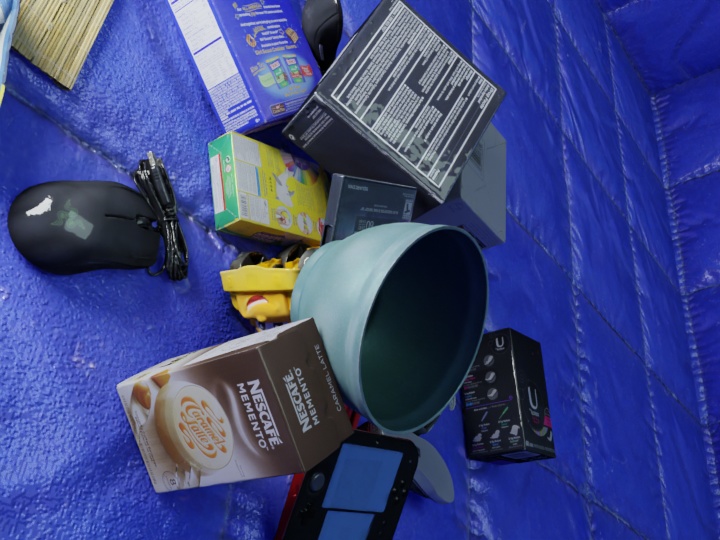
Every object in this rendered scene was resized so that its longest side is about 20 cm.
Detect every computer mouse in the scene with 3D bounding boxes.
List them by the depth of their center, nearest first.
[{"bbox_3d":[-0.241,-0.051,0.752,0.200,0.052,0.139,-12,86,-57],"label":"computer mouse"},{"bbox_3d":[-0.055,-0.295,1.075,0.200,0.046,0.141,132,-53,-76],"label":"computer mouse"}]

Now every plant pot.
[{"bbox_3d":[0.016,0.042,0.762,0.200,0.134,0.202,-21,119,-44],"label":"plant pot"}]

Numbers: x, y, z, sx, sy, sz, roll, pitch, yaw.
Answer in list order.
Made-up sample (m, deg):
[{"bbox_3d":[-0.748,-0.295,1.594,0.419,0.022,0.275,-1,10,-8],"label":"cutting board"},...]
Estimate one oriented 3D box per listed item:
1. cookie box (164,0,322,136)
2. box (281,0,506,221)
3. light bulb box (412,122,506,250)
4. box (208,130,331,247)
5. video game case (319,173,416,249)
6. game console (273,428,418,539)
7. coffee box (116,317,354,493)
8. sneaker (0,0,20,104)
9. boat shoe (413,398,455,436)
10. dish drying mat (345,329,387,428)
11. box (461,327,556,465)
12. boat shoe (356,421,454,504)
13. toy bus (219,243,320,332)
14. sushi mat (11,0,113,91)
[{"bbox_3d":[-0.140,-0.285,0.991,0.171,0.075,0.201,-35,105,-56],"label":"cookie box"},{"bbox_3d":[0.043,-0.197,0.971,0.198,0.123,0.201,38,63,-12],"label":"box"},{"bbox_3d":[0.103,-0.120,1.153,0.125,0.199,0.199,39,45,-38],"label":"light bulb box"},{"bbox_3d":[-0.101,-0.092,0.982,0.199,0.048,0.118,13,64,-50],"label":"box"},{"bbox_3d":[0.000,0.000,0.856,0.143,0.019,0.201,0,102,-54],"label":"video game case"},{"bbox_3d":[-0.013,0.272,0.893,0.200,0.031,0.178,25,79,-48],"label":"game console"},{"bbox_3d":[-0.118,0.126,0.707,0.080,0.199,0.115,-25,94,-54],"label":"coffee box"},{"bbox_3d":[-0.346,-0.208,0.657,0.082,0.074,0.201,22,56,-47],"label":"sneaker"},{"bbox_3d":[0.101,0.179,1.133,0.200,0.062,0.075,-38,104,-56],"label":"boat shoe"},{"bbox_3d":[-0.002,0.150,0.906,0.201,0.018,0.077,102,13,-51],"label":"dish drying mat"},{"bbox_3d":[0.241,0.211,1.283,0.122,0.106,0.201,25,55,-49],"label":"box"},{"bbox_3d":[0.059,0.257,1.040,0.200,0.056,0.069,47,31,-34],"label":"boat shoe"},{"bbox_3d":[-0.057,0.064,0.917,0.200,0.135,0.193,-11,99,-55],"label":"toy bus"},{"bbox_3d":[-0.308,-0.282,0.800,0.096,0.012,0.201,43,43,-39],"label":"sushi mat"}]
